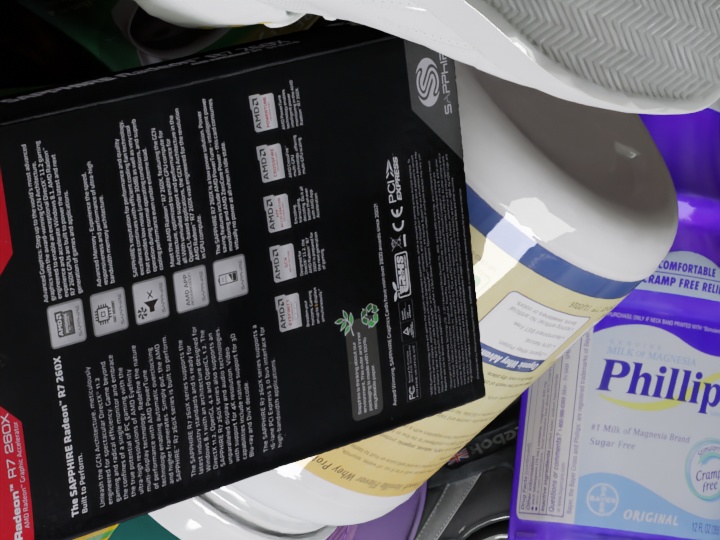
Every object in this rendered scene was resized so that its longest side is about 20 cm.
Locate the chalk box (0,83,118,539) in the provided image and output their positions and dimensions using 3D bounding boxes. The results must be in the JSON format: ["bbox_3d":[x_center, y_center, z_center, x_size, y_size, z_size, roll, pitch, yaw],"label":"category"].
[{"bbox_3d":[-0.134,0.020,0.922,0.124,0.200,0.124,-5,124,35],"label":"chalk box"}]

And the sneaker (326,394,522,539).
[{"bbox_3d":[0.068,0.061,1.130,0.200,0.088,0.076,-43,161,-6],"label":"sneaker"}]

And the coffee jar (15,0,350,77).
[{"bbox_3d":[-0.077,-0.118,0.894,0.104,0.085,0.200,-40,138,8],"label":"coffee jar"}]

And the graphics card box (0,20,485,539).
[{"bbox_3d":[-0.052,0.000,0.850,0.200,0.051,0.126,-17,105,-39],"label":"graphics card box"}]

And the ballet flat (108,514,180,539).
[{"bbox_3d":[-0.048,0.106,1.178,0.199,0.070,0.070,-10,139,-16],"label":"ballet flat"}]

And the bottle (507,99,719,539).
[{"bbox_3d":[0.105,0.024,1.072,0.083,0.201,0.065,10,173,-27],"label":"bottle"}]

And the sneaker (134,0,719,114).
[{"bbox_3d":[0.008,-0.096,0.829,0.200,0.074,0.115,20,169,-31],"label":"sneaker"}]

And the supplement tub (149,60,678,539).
[{"bbox_3d":[0.000,0.000,1.019,0.144,0.145,0.200,23,122,-42],"label":"supplement tub"}]
